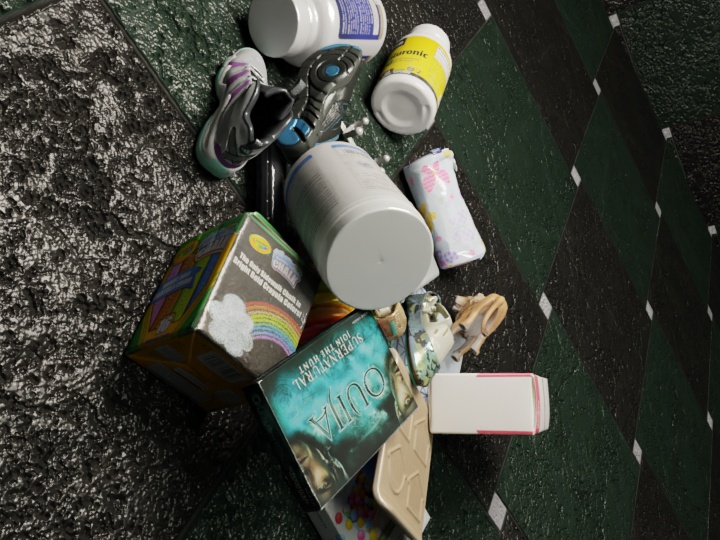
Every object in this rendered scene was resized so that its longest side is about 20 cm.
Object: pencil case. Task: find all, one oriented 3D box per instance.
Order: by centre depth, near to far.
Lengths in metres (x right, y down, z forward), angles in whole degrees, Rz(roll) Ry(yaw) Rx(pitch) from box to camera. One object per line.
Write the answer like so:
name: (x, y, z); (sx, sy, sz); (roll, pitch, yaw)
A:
pencil case: (0.143, -0.104, 1.191); (0.090, 0.083, 0.201); (-22, 94, -30)

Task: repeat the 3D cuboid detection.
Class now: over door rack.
over door rack: (-0.034, -0.181, 1.015); (0.148, 0.066, 0.200); (58, 39, -16)

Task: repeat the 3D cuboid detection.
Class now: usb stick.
usb stick: (-0.112, -0.079, 0.891); (0.055, 0.032, 0.202); (30, 55, -65)

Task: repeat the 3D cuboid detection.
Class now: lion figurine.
lion figurine: (0.187, 0.074, 1.088); (0.122, 0.200, 0.073); (-43, 94, -18)

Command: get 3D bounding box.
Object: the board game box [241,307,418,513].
board game box: (-0.022, 0.134, 0.727); (0.200, 0.028, 0.136); (-32, 97, -52)

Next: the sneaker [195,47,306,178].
sneaker: (-0.118, -0.214, 0.860); (0.078, 0.139, 0.201); (33, 53, -39)

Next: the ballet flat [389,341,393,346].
ballet flat: (0.009, 0.040, 0.990); (0.068, 0.068, 0.201); (32, 42, -28)

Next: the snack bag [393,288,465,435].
snack bag: (0.101, 0.128, 1.099); (0.200, 0.021, 0.190); (47, 45, -33)

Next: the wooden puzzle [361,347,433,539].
wooden puzzle: (0.047, 0.226, 0.876); (0.186, 0.046, 0.201); (61, 28, -49)

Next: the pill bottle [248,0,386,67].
pill bottle: (-0.061, -0.353, 1.005); (0.200, 0.119, 0.121); (-24, 95, -53)

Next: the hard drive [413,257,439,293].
hard drive: (0.070, -0.038, 1.061); (0.133, 0.027, 0.200); (69, 17, 0)

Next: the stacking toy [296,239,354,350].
stacking toy: (-0.054, 0.037, 0.891); (0.109, 0.116, 0.201); (22, 48, -46)

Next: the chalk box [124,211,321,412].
chalk box: (-0.136, 0.030, 0.760); (0.125, 0.123, 0.201); (45, 44, -30)

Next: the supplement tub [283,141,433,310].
supplement tub: (-0.009, -0.059, 0.828); (0.132, 0.132, 0.200); (40, 11, -34)

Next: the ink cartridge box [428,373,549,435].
ink cartridge box: (0.193, 0.193, 1.017); (0.200, 0.145, 0.084); (28, 60, -67)

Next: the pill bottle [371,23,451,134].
pill bottle: (0.094, -0.334, 1.200); (0.111, 0.111, 0.201); (48, 43, -28)

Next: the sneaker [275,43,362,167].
sneaker: (-0.053, -0.218, 0.934); (0.201, 0.073, 0.082); (-62, 155, -23)

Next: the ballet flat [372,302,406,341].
ballet flat: (0.000, 0.000, 0.926); (0.200, 0.070, 0.065); (54, -11, 24)

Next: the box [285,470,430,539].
box: (0.003, 0.292, 0.896); (0.156, 0.041, 0.201); (-42, 108, -51)

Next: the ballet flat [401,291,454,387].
ballet flat: (0.094, 0.084, 0.963); (0.074, 0.074, 0.200); (53, 16, -23)
